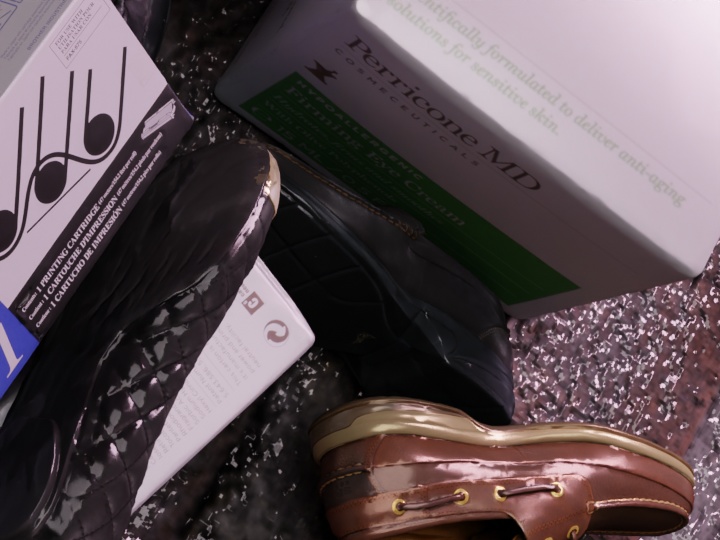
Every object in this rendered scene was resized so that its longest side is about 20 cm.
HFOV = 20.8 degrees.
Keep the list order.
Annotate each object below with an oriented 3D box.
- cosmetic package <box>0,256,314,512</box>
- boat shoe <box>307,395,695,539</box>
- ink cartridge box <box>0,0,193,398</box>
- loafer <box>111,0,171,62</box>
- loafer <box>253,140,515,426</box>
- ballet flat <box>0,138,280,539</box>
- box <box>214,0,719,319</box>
[{"bbox_3d":[-0.123,0.071,0.820,0.200,0.102,0.074,-42,98,-26],"label":"cosmetic package"},{"bbox_3d":[0.068,0.108,0.905,0.199,0.072,0.068,10,61,-27],"label":"boat shoe"},{"bbox_3d":[-0.148,-0.010,0.728,0.200,0.044,0.094,-57,145,-18],"label":"ink cartridge box"},{"bbox_3d":[-0.126,-0.090,0.824,0.070,0.068,0.201,34,63,-64],"label":"loafer"},{"bbox_3d":[0.000,0.000,0.894,0.200,0.073,0.072,45,41,-36],"label":"loafer"},{"bbox_3d":[-0.089,0.033,0.766,0.200,0.066,0.057,-61,144,-20],"label":"ballet flat"},{"bbox_3d":[0.082,-0.116,0.903,0.199,0.171,0.200,36,69,-15],"label":"box"}]
